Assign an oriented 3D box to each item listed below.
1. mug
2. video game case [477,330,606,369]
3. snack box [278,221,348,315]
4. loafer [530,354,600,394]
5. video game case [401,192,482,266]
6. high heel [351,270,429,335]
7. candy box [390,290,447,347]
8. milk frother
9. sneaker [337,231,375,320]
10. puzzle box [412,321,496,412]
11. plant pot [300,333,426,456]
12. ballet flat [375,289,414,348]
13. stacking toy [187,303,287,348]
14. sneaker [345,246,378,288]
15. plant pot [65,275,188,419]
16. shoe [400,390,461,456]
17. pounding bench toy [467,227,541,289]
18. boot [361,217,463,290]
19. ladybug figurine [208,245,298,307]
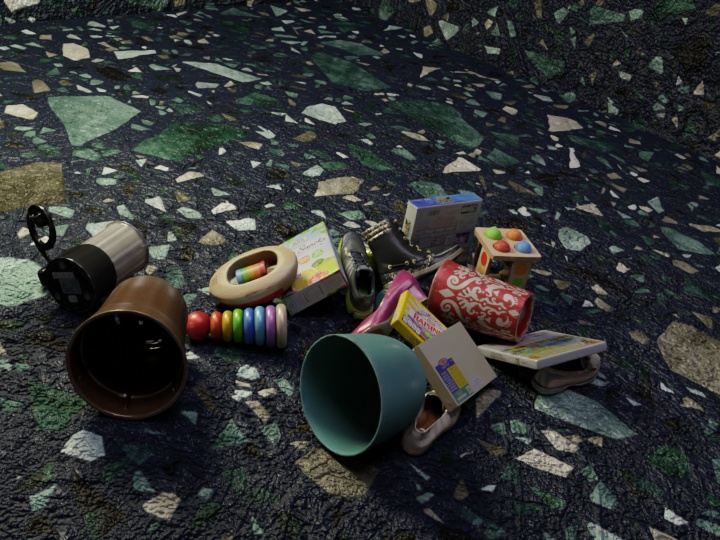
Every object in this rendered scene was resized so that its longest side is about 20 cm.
[{"bbox_3d":[0.268,0.063,1.753,0.197,0.136,0.177,18,25,26],"label":"mug"},{"bbox_3d":[0.371,0.161,1.686,0.197,0.023,0.181,-9,8,-31],"label":"video game case"},{"bbox_3d":[-0.115,-0.008,1.772,0.140,0.053,0.201,-27,35,4],"label":"snack box"},{"bbox_3d":[0.433,0.198,1.682,0.198,0.064,0.072,-14,40,-37],"label":"loafer"},{"bbox_3d":[0.183,-0.086,1.943,0.197,0.184,0.045,-9,35,-32],"label":"video game case"},{"bbox_3d":[0.039,0.079,1.677,0.199,0.068,0.096,-35,56,-7],"label":"high heel"},{"bbox_3d":[0.145,0.137,1.615,0.200,0.026,0.103,43,31,-13],"label":"candy box"},{"bbox_3d":[-0.545,-0.055,1.621,0.178,0.203,0.188,15,30,14],"label":"milk frother"},{"bbox_3d":[0.000,0.000,1.762,0.073,0.081,0.203,-3,61,-19],"label":"sneaker"},{"bbox_3d":[0.180,0.179,1.562,0.134,0.025,0.199,57,31,10],"label":"puzzle box"},{"bbox_3d":[0.019,0.202,1.413,0.159,0.203,0.200,-5,33,-45],"label":"plant pot"},{"bbox_3d":[0.110,0.106,1.721,0.071,0.073,0.200,-10,38,-32],"label":"ballet flat"},{"bbox_3d":[-0.242,0.110,1.586,0.196,0.087,0.086,-1,32,-8],"label":"stacking toy"},{"bbox_3d":[-0.022,-0.008,1.873,0.197,0.077,0.105,-13,8,-20],"label":"sneaker"},{"bbox_3d":[-0.384,0.118,1.420,0.196,0.204,0.199,8,22,-6],"label":"plant pot"},{"bbox_3d":[0.136,0.261,1.484,0.069,0.054,0.200,23,33,19],"label":"shoe"},{"bbox_3d":[0.318,-0.034,1.929,0.122,0.158,0.201,1,32,-16],"label":"pounding bench toy"},{"bbox_3d":[0.114,-0.055,1.820,0.201,0.074,0.156,-26,83,-10],"label":"boot"},{"bbox_3d":[-0.218,0.020,1.692,0.197,0.073,0.137,-17,42,5],"label":"ladybug figurine"}]
